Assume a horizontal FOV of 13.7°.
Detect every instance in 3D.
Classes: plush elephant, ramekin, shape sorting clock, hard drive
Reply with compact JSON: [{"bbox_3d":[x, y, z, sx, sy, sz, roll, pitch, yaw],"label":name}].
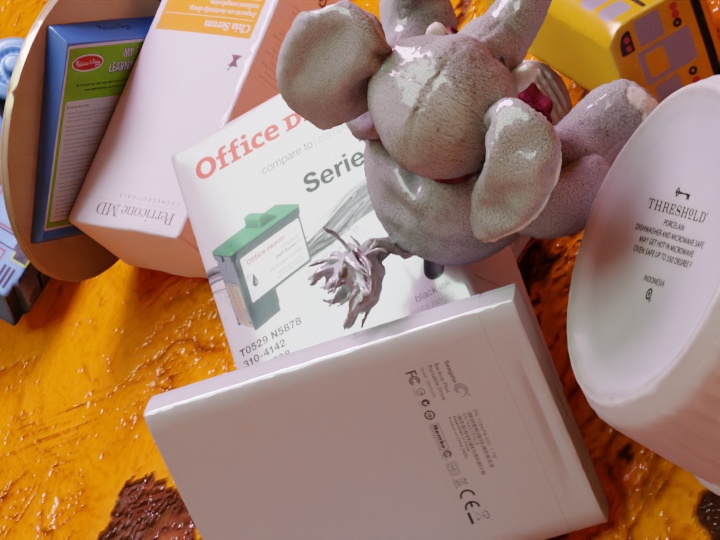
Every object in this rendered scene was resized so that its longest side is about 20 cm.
[{"bbox_3d":[0.049,-0.080,1.448,0.200,0.164,0.155,-51,-10,-27],"label":"plush elephant"},{"bbox_3d":[0.175,0.002,1.393,0.203,0.094,0.203,-51,29,43],"label":"ramekin"},{"bbox_3d":[-0.173,-0.093,1.905,0.039,0.200,0.201,15,74,26],"label":"shape sorting clock"},{"bbox_3d":[0.008,0.094,1.493,0.199,0.132,0.027,-18,23,16],"label":"hard drive"}]

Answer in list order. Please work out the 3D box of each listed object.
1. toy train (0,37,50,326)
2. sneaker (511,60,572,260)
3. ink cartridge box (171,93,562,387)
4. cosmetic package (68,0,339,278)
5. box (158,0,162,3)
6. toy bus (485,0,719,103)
[{"bbox_3d":[-0.232,-0.066,2.031,0.201,0.114,0.087,-59,-7,-17],"label":"toy train"},{"bbox_3d":[0.041,-0.027,1.667,0.114,0.072,0.201,8,70,59],"label":"sneaker"},{"bbox_3d":[0.000,0.000,1.573,0.146,0.084,0.201,-29,66,20],"label":"ink cartridge box"},{"bbox_3d":[-0.094,-0.100,1.887,0.101,0.071,0.201,9,71,39],"label":"cosmetic package"},{"bbox_3d":[-0.115,-0.240,1.971,0.201,0.158,0.048,-56,32,5],"label":"box"},{"bbox_3d":[0.126,-0.149,1.629,0.078,0.065,0.200,-31,31,-12],"label":"toy bus"}]
